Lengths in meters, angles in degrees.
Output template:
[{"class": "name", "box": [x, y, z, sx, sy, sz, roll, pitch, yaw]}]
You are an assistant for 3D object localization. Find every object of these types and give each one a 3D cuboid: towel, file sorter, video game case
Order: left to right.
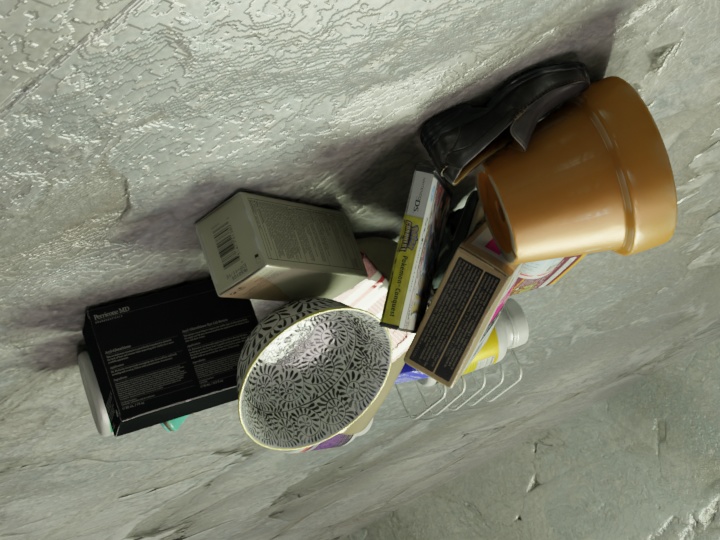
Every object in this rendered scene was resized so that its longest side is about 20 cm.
[{"class": "towel", "box": [-0.007, 0.071, 1.499, 0.144, 0.023, 0.200, -39, 138, 3]}, {"class": "video game case", "box": [0.069, -0.018, 1.372, 0.025, 0.184, 0.200, 12, 178, 11]}, {"class": "file sorter", "box": [0.170, 0.177, 2.106, 0.198, 0.126, 0.139, -8, 156, -36]}]

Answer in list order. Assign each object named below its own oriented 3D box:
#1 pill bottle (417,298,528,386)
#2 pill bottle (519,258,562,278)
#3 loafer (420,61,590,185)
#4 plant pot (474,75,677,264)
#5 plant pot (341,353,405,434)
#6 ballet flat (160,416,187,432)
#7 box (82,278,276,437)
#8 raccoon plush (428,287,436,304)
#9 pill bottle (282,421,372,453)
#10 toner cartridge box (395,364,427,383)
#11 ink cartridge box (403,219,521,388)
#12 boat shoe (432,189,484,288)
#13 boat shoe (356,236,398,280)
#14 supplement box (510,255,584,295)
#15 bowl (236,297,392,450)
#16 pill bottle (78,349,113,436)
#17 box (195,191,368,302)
[{"class": "pill bottle", "box": [0.179, 0.114, 1.969, 0.197, 0.113, 0.112, -17, 160, -19]}, {"class": "pill bottle", "box": [0.251, -0.078, 1.545, 0.107, 0.110, 0.200, -15, 159, -22]}, {"class": "loafer", "box": [0.167, -0.161, 1.284, 0.198, 0.073, 0.073, -27, 160, 8]}, {"class": "plant pot", "box": [0.236, -0.098, 1.342, 0.181, 0.203, 0.201, -19, 161, -5]}, {"class": "plant pot", "box": [-0.001, 0.093, 1.640, 0.200, 0.188, 0.186, -48, 152, 24]}, {"class": "ballet flat", "box": [-0.260, 0.176, 1.635, 0.070, 0.068, 0.200, -31, -173, -10]}, {"class": "box", "box": [-0.220, 0.100, 1.417, 0.197, 0.143, 0.079, -14, 164, -23]}, {"class": "raccoon plush", "box": [0.106, 0.034, 1.772, 0.198, 0.098, 0.134, 19, 159, -20]}, {"class": "pill bottle", "box": [-0.067, 0.259, 2.065, 0.111, 0.113, 0.199, -35, 158, 31]}, {"class": "toner cartridge box", "box": [0.042, 0.120, 1.754, 0.043, 0.097, 0.199, 14, 162, -29]}, {"class": "ink cartridge box", "box": [0.140, 0.033, 1.451, 0.166, 0.074, 0.200, -64, 169, 22]}, {"class": "boat shoe", "box": [0.120, -0.043, 1.543, 0.073, 0.061, 0.201, -55, 170, -34]}, {"class": "boat shoe", "box": [0.000, 0.000, 1.518, 0.198, 0.073, 0.059, 4, 145, -44]}, {"class": "supplement box", "box": [0.213, -0.020, 1.691, 0.198, 0.087, 0.111, -13, 159, -29]}, {"class": "bowl", "box": [-0.069, 0.100, 1.354, 0.198, 0.094, 0.203, -19, 133, -22]}, {"class": "pill bottle", "box": [-0.254, 0.131, 1.506, 0.197, 0.114, 0.113, -16, 160, -18]}, {"class": "box", "box": [-0.085, -0.021, 1.330, 0.077, 0.096, 0.199, -31, 159, 28]}]
